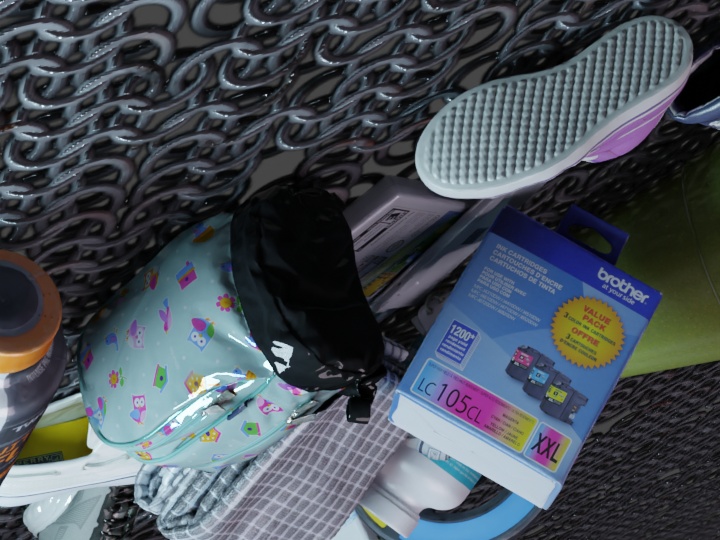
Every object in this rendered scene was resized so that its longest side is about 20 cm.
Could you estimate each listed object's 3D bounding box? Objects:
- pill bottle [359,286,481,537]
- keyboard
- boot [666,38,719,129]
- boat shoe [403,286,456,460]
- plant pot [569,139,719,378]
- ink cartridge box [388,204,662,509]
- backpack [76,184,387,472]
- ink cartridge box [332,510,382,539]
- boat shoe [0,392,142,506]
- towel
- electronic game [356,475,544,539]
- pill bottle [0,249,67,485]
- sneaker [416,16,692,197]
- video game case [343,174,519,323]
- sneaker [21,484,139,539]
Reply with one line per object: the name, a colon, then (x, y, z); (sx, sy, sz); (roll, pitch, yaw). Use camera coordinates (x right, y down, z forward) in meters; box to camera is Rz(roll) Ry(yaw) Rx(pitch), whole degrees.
pill bottle: (0.068, 0.119, 1.547); (0.200, 0.111, 0.111); (-55, 161, -6)
keyboard: (0.079, -0.026, 1.396); (0.056, 0.011, 0.200); (-14, 157, -47)
boot: (0.309, -0.160, 1.318); (0.200, 0.073, 0.090); (-38, 163, 30)
boat shoe: (0.071, 0.046, 1.464); (0.074, 0.067, 0.200); (50, 61, -79)
plant pot: (0.255, 0.005, 1.541); (0.190, 0.200, 0.200); (-21, 164, 22)
ink cartridge box: (0.125, 0.049, 1.357); (0.200, 0.136, 0.076); (-59, 175, -23)
backpack: (-0.091, 0.048, 1.238); (0.126, 0.167, 0.200); (21, 135, -39)
ink cartridge box: (-0.026, 0.246, 1.711); (0.084, 0.200, 0.145); (-3, 149, -49)
boat shoe: (-0.188, 0.112, 1.375); (0.201, 0.075, 0.086); (-12, 154, -13)
towel: (-0.049, 0.128, 1.381); (0.200, 0.086, 0.166); (-49, 145, 7)
electronic game: (0.080, 0.152, 1.617); (0.200, 0.200, 0.042); (-27, 150, 0)
pill bottle: (-0.241, 0.067, 1.130); (0.106, 0.106, 0.200); (-14, 156, -33)
sneaker: (0.128, -0.087, 1.255); (0.200, 0.073, 0.114); (-23, 163, -11)
video game case: (0.000, 0.000, 1.400); (0.200, 0.022, 0.182); (-38, 158, 25)
sneaker: (-0.200, 0.184, 1.515); (0.074, 0.079, 0.200); (-6, 150, -42)
